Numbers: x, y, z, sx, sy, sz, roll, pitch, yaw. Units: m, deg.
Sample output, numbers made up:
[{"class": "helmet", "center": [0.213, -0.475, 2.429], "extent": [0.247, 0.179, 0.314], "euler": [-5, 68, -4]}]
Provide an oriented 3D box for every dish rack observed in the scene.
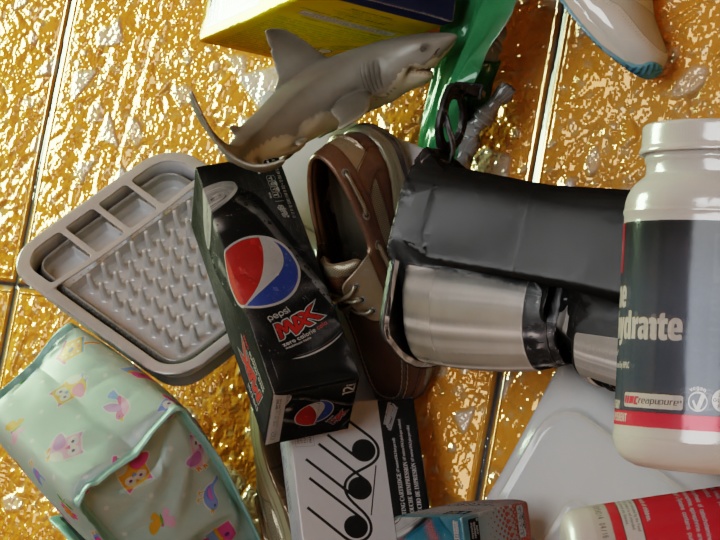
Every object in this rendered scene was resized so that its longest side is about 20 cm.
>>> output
[{"class": "dish rack", "center": [-0.137, 0.004, 1.676], "extent": [0.172, 0.044, 0.200], "euler": [-38, 50, -27]}]

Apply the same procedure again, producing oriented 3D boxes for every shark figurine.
[{"class": "shark figurine", "center": [-0.050, -0.122, 1.539], "extent": [0.128, 0.214, 0.090], "euler": [-25, 94, 53]}]

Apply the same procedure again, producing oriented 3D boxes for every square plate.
[{"class": "square plate", "center": [0.152, 0.184, 1.487], "extent": [0.198, 0.028, 0.200], "euler": [37, 103, 38]}]

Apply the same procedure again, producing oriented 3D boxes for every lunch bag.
[{"class": "lunch bag", "center": [-0.158, 0.159, 1.622], "extent": [0.122, 0.200, 0.170], "euler": [-43, 41, -12]}]

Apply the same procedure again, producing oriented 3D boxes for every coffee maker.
[{"class": "coffee maker", "center": [0.129, -0.016, 1.469], "extent": [0.200, 0.135, 0.193], "euler": [7, 105, 29]}]

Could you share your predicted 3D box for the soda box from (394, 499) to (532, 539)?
[{"class": "soda box", "center": [0.077, 0.253, 1.470], "extent": [0.063, 0.068, 0.201], "euler": [-8, 89, 45]}]

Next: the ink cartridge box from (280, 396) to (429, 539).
[{"class": "ink cartridge box", "center": [0.002, 0.189, 1.551], "extent": [0.044, 0.094, 0.200], "euler": [112, 153, -63]}]

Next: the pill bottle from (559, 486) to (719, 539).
[{"class": "pill bottle", "center": [0.224, 0.182, 1.333], "extent": [0.199, 0.112, 0.113], "euler": [-9, 71, 0]}]

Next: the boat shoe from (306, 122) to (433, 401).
[{"class": "boat shoe", "center": [0.000, 0.000, 1.585], "extent": [0.076, 0.072, 0.201], "euler": [-3, 102, 46]}]

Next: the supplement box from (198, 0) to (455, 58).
[{"class": "supplement box", "center": [-0.022, -0.222, 1.623], "extent": [0.200, 0.109, 0.109], "euler": [-10, 72, 61]}]

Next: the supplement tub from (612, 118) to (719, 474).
[{"class": "supplement tub", "center": [0.221, 0.017, 1.319], "extent": [0.140, 0.140, 0.201], "euler": [1, 87, 38]}]

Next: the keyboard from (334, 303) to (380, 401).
[{"class": "keyboard", "center": [-0.004, 0.115, 1.616], "extent": [0.011, 0.056, 0.200], "euler": [111, 148, -64]}]

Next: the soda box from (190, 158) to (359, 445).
[{"class": "soda box", "center": [-0.062, 0.017, 1.572], "extent": [0.071, 0.063, 0.200], "euler": [101, 153, -53]}]

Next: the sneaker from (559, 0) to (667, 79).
[{"class": "sneaker", "center": [0.168, -0.223, 1.543], "extent": [0.081, 0.076, 0.200], "euler": [-30, 66, 20]}]

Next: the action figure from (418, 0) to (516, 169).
[{"class": "action figure", "center": [0.076, -0.135, 1.590], "extent": [0.118, 0.055, 0.200], "euler": [-123, 45, -65]}]

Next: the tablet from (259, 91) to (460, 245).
[{"class": "tablet", "center": [-0.006, -0.045, 1.639], "extent": [0.200, 0.014, 0.130], "euler": [23, 120, 39]}]

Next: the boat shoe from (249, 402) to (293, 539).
[{"class": "boat shoe", "center": [-0.048, 0.169, 1.618], "extent": [0.065, 0.071, 0.200], "euler": [-41, 55, 48]}]
